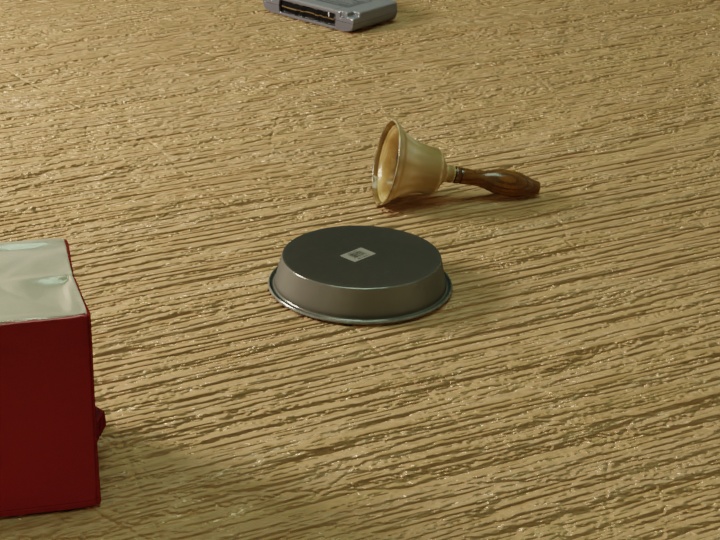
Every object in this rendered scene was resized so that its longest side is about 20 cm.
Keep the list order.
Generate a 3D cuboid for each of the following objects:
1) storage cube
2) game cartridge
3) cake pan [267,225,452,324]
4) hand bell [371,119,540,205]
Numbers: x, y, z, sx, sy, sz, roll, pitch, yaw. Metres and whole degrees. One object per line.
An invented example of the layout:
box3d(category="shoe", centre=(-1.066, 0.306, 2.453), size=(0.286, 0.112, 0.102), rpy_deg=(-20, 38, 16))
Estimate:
box3d(category="storage cube", centre=(-0.318, 0.090, 1.468), size=(0.200, 0.180, 0.171), rpy_deg=(-6, 25, -14))
box3d(category="game cartridge", centre=(-0.045, -0.438, 2.860), size=(0.200, 0.041, 0.133), rpy_deg=(21, 34, 36))
box3d(category="cake pan", centre=(0.000, 0.000, 1.868), size=(0.200, 0.037, 0.200), rpy_deg=(1, 24, 0))
box3d(category="hand bell", centre=(0.124, -0.116, 2.110), size=(0.200, 0.104, 0.104), rpy_deg=(8, 21, -16))
